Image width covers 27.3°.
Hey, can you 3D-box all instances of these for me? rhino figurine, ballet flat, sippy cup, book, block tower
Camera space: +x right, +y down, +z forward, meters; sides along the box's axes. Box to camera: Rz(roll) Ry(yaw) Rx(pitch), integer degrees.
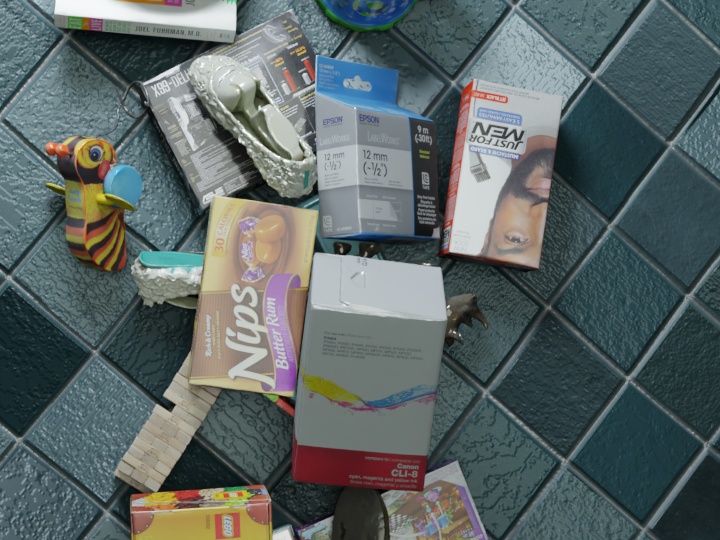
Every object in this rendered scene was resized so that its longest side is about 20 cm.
[{"bbox_3d":[0.054,0.036,1.658,0.198,0.060,0.089,19,74,-18],"label":"rhino figurine"},{"bbox_3d":[-0.109,-0.168,1.588,0.071,0.072,0.200,-37,75,-9],"label":"ballet flat"},{"bbox_3d":[0.014,-0.351,1.670,0.176,0.130,0.141,-26,88,-9],"label":"sippy cup"},{"bbox_3d":[-0.238,-0.322,1.655,0.197,0.048,0.135,3,63,-11],"label":"book"},{"bbox_3d":[-0.196,0.151,1.630,0.054,0.058,0.201,32,82,-3],"label":"block tower"},{"bbox_3d":[0.012,0.331,1.612,0.067,0.046,0.203,-12,80,23],"label":"ballet flat"},{"bbox_3d":[-0.155,0.010,1.653,0.197,0.072,0.073,0,85,-6],"label":"ballet flat"}]

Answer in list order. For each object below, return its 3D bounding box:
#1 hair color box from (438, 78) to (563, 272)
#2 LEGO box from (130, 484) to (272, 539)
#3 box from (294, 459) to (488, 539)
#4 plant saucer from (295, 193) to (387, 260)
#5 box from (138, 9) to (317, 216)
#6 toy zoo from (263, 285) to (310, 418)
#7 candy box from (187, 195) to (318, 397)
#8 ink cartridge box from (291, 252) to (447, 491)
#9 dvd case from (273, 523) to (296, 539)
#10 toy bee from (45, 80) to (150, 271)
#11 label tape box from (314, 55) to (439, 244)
[{"bbox_3d":[0.161,-0.107,1.702,0.109,0.064,0.203,9,85,-8],"label":"hair color box"},{"bbox_3d":[-0.166,0.338,1.569,0.147,0.077,0.203,-2,94,-9],"label":"LEGO box"},{"bbox_3d":[0.042,0.314,1.657,0.198,0.039,0.138,-22,88,-9],"label":"box"},{"bbox_3d":[0.000,0.000,1.692,0.069,0.019,0.202,-27,90,-9],"label":"plant saucer"},{"bbox_3d":[-0.129,-0.178,1.674,0.198,0.050,0.159,-28,89,-10],"label":"box"},{"bbox_3d":[-0.018,0.127,1.666,0.199,0.020,0.132,37,89,-3],"label":"toy zoo"},{"bbox_3d":[-0.116,0.028,1.589,0.115,0.056,0.203,8,89,-8],"label":"candy box"},{"bbox_3d":[0.007,0.103,1.555,0.142,0.146,0.203,6,112,-3],"label":"ink cartridge box"},{"bbox_3d":[-0.108,0.401,1.636,0.144,0.022,0.202,-21,89,-10],"label":"dvd case"},{"bbox_3d":[-0.299,-0.102,1.610,0.108,0.130,0.203,3,75,-48],"label":"toy bee"},{"bbox_3d":[0.020,-0.134,1.645,0.142,0.066,0.203,3,86,-49],"label":"label tape box"}]
